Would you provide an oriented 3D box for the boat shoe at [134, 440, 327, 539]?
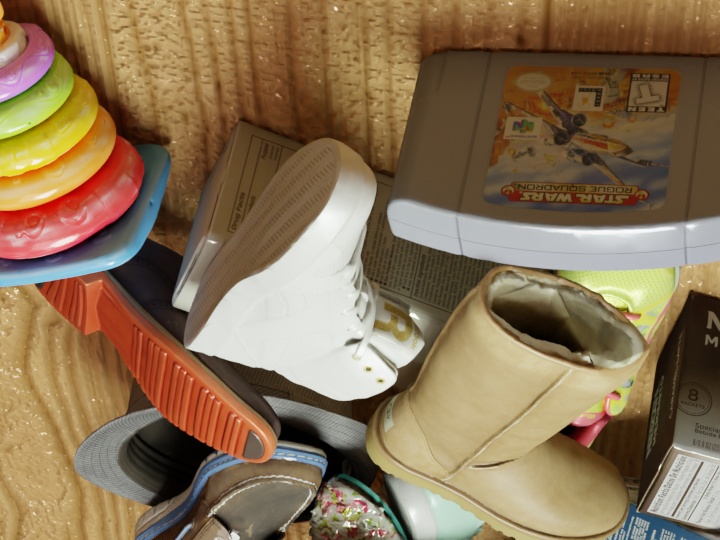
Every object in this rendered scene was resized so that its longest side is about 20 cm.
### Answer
[{"bbox_3d":[-0.080,0.167,1.508,0.072,0.073,0.200,14,148,-24],"label":"boat shoe"}]

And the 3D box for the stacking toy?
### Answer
[{"bbox_3d":[-0.195,-0.096,1.347,0.109,0.116,0.201,-7,127,20],"label":"stacking toy"}]

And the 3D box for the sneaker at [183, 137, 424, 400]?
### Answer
[{"bbox_3d":[-0.008,0.004,1.291,0.115,0.074,0.200,22,149,-15],"label":"sneaker"}]

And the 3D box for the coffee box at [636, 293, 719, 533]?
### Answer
[{"bbox_3d":[0.275,0.103,1.443,0.199,0.115,0.080,15,143,-2],"label":"coffee box"}]

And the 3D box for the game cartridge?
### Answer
[{"bbox_3d":[0.118,-0.058,1.265,0.199,0.134,0.042,2,134,12],"label":"game cartridge"}]

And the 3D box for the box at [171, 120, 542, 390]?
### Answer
[{"bbox_3d":[0.000,0.000,1.406,0.199,0.095,0.078,21,142,-9],"label":"box"}]

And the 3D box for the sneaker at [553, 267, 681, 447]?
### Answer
[{"bbox_3d":[0.140,0.046,1.427,0.078,0.091,0.201,12,141,2],"label":"sneaker"}]

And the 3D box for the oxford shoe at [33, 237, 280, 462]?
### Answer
[{"bbox_3d":[-0.110,0.030,1.425,0.200,0.072,0.071,44,148,14],"label":"oxford shoe"}]

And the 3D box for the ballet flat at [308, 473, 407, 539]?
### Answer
[{"bbox_3d":[-0.001,0.192,1.546,0.075,0.064,0.200,31,164,19],"label":"ballet flat"}]

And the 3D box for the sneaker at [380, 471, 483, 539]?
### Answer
[{"bbox_3d":[0.078,0.144,1.583,0.118,0.074,0.201,-25,168,-6],"label":"sneaker"}]

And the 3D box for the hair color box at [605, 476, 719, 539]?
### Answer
[{"bbox_3d":[0.211,0.182,1.498,0.100,0.061,0.200,11,-173,-37],"label":"hair color box"}]

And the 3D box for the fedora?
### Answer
[{"bbox_3d":[-0.080,0.089,1.540,0.199,0.091,0.177,15,147,-23],"label":"fedora"}]

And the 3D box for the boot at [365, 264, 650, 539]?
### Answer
[{"bbox_3d":[0.107,0.082,1.334,0.174,0.067,0.200,17,150,-14],"label":"boot"}]
